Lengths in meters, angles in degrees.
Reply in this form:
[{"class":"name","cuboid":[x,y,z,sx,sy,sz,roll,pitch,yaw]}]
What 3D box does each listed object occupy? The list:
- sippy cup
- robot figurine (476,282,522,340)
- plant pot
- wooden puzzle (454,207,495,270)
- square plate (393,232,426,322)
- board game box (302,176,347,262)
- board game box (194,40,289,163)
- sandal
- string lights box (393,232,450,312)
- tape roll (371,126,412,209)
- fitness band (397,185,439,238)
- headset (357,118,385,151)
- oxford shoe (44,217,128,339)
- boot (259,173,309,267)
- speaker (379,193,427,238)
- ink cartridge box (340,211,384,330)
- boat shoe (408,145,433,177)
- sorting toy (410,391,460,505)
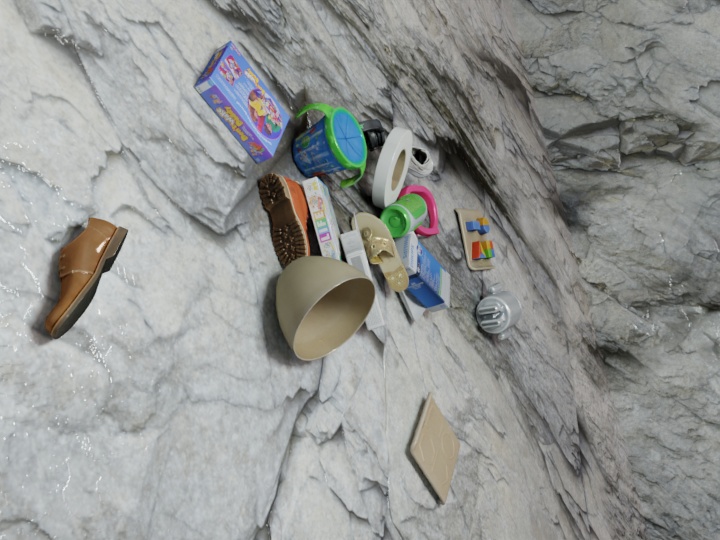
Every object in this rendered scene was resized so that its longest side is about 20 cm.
[{"class":"sippy cup","cuboid":[-0.074,-0.270,1.626,0.139,0.129,0.181,-11,85,-60]},{"class":"robot figurine","cuboid":[0.421,0.125,2.242,0.199,0.111,0.173,-14,97,-59]},{"class":"plant pot","cuboid":[-0.086,0.051,1.420,0.134,0.202,0.199,44,18,29]},{"class":"wooden puzzle","cuboid":[0.373,-0.103,2.344,0.184,0.046,0.204,-4,78,-58]},{"class":"square plate","cuboid":[0.126,0.004,1.909,0.203,0.028,0.198,64,31,-14]},{"class":"board game box","cuboid":[-0.071,-0.088,1.581,0.134,0.034,0.204,25,49,-83]},{"class":"board game box","cuboid":[-0.232,-0.336,1.486,0.201,0.044,0.136,51,37,-32]},{"class":"sandal","cuboid":[0.050,-0.041,1.728,0.214,0.077,0.070,58,9,-10]},{"class":"string lights box","cuboid":[0.154,0.008,1.868,0.200,0.058,0.104,43,41,-39]},{"class":"tape roll","cuboid":[0.080,-0.254,1.851,0.203,0.036,0.206,19,89,-77]},{"class":"fitness band","cuboid":[0.166,-0.164,2.051,0.199,0.037,0.146,-7,81,-60]},{"class":"headset","cuboid":[0.000,-0.328,1.799,0.095,0.122,0.200,68,12,10]},{"class":"oxford shoe","cuboid":[-0.400,0.008,1.042,0.070,0.071,0.202,26,47,-14]},{"class":"boot","cuboid":[-0.131,-0.096,1.507,0.107,0.074,0.204,-1,74,-63]},{"class":"speaker","cuboid":[0.110,-0.139,1.859,0.090,0.087,0.200,68,23,-7]},{"class":"ink cartridge box","cuboid":[0.000,0.000,1.641,0.177,0.044,0.203,-105,179,-58]},{"class":"boat shoe","cuboid":[0.166,-0.316,2.098,0.199,0.065,0.073,11,65,-56]},{"class":"sorting toy","cuboid":[0.176,0.425,1.777,0.202,0.036,0.186,63,32,-24]}]
